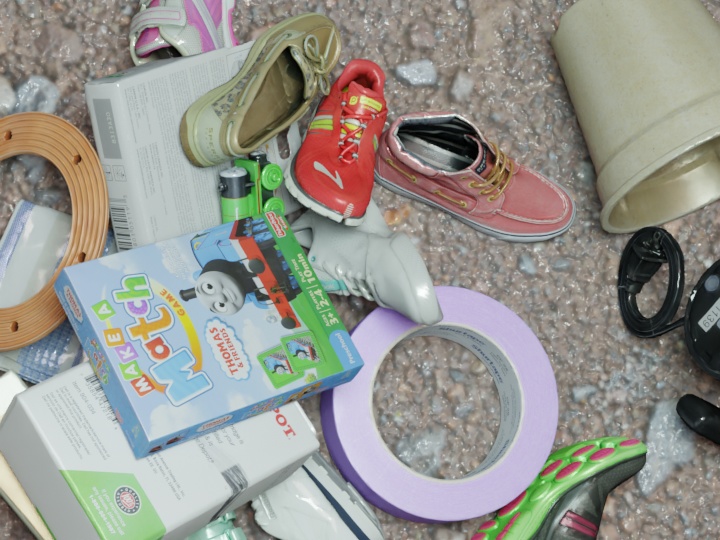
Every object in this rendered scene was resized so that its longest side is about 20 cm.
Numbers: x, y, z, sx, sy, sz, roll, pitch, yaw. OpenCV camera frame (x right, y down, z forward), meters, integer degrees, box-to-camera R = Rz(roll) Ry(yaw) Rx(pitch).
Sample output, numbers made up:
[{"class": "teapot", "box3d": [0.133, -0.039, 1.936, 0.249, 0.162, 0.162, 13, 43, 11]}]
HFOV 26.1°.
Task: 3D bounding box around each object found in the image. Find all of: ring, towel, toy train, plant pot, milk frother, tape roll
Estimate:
[{"class": "ring", "box3d": [-0.282, -0.032, 1.275, 0.200, 0.019, 0.202, -8, 74, 28]}, {"class": "towel", "box3d": [-0.226, 0.037, 1.311, 0.199, 0.024, 0.148, 20, 78, 1]}, {"class": "toy train", "box3d": [-0.091, 0.000, 1.310, 0.056, 0.042, 0.201, -16, 111, -38]}, {"class": "plant pot", "box3d": [0.268, -0.162, 1.396, 0.200, 0.201, 0.184, -19, 72, -15]}, {"class": "milk frother", "box3d": [0.352, 0.047, 1.395, 0.188, 0.180, 0.201, 23, 39, -41]}, {"class": "tape roll", "box3d": [0.068, 0.117, 1.350, 0.199, 0.066, 0.201, 2, 78, -11]}]

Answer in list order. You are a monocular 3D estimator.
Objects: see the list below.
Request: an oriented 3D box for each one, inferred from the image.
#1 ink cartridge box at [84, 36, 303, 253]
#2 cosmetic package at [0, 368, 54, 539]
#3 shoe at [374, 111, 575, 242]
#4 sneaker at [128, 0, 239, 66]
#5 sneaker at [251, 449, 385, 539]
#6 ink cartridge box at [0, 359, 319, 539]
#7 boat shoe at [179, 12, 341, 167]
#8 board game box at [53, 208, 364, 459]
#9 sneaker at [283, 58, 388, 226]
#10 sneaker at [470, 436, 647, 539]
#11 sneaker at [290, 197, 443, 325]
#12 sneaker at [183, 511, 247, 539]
[{"class": "ink cartridge box", "box3d": [-0.133, -0.103, 1.311, 0.200, 0.050, 0.162, -28, 115, -47]}, {"class": "cosmetic package", "box3d": [-0.244, 0.181, 1.254, 0.071, 0.105, 0.200, -40, 91, -16]}, {"class": "shoe", "box3d": [0.107, -0.083, 1.384, 0.199, 0.091, 0.072, 19, 76, -7]}, {"class": "sneaker", "box3d": [-0.157, -0.217, 1.346, 0.088, 0.081, 0.201, -9, 78, -45]}, {"class": "sneaker", "box3d": [-0.069, 0.176, 1.310, 0.080, 0.076, 0.200, -42, 84, 4]}, {"class": "ink cartridge box", "box3d": [-0.155, 0.131, 1.198, 0.200, 0.084, 0.146, -25, 74, -36]}, {"class": "boat shoe", "box3d": [-0.068, -0.150, 1.299, 0.200, 0.062, 0.073, -50, 128, -35]}, {"class": "board game box", "box3d": [-0.114, 0.043, 1.197, 0.199, 0.037, 0.152, -18, 70, -34]}, {"class": "sneaker", "box3d": [-0.014, -0.116, 1.322, 0.077, 0.085, 0.200, 21, 36, -13]}, {"class": "sneaker", "box3d": [0.176, 0.219, 1.357, 0.200, 0.077, 0.084, -40, 107, -13]}, {"class": "sneaker", "box3d": [0.000, 0.000, 1.315, 0.088, 0.200, 0.075, -27, 125, -10]}, {"class": "sneaker", "box3d": [-0.093, 0.226, 1.276, 0.118, 0.074, 0.202, 0, 84, 5]}]
